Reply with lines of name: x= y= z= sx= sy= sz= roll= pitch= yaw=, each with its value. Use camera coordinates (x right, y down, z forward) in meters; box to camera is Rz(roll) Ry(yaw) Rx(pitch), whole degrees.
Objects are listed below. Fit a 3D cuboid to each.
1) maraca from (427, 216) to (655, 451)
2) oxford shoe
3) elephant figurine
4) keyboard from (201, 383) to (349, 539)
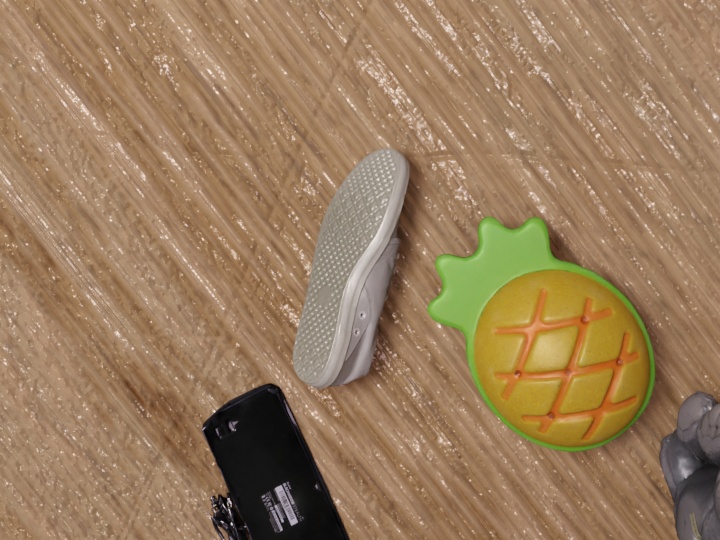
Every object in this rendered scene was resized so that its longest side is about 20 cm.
maraca: x=0.142 y=0.051 z=0.749 sx=0.137 sy=0.107 sz=0.200 roll=-40 pitch=93 yaw=4
oxford shoe: x=0.000 y=0.000 z=0.780 sx=0.058 sy=0.075 sz=0.201 roll=16 pitch=89 yaw=-41
elephant figurine: x=0.350 y=0.168 z=0.751 sx=0.199 sy=0.142 sz=0.156 roll=7 pitch=126 yaw=-13
keyboard: x=-0.079 y=0.205 z=0.823 sx=0.104 sy=0.040 sz=0.201 roll=-24 pitch=94 yaw=-18
